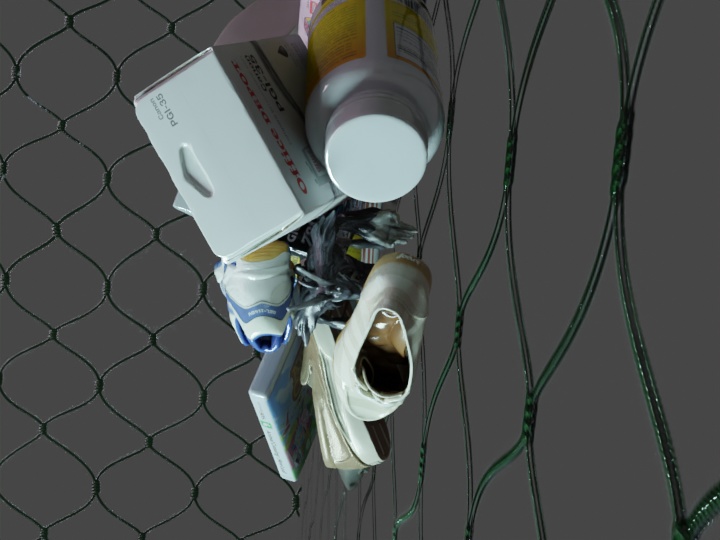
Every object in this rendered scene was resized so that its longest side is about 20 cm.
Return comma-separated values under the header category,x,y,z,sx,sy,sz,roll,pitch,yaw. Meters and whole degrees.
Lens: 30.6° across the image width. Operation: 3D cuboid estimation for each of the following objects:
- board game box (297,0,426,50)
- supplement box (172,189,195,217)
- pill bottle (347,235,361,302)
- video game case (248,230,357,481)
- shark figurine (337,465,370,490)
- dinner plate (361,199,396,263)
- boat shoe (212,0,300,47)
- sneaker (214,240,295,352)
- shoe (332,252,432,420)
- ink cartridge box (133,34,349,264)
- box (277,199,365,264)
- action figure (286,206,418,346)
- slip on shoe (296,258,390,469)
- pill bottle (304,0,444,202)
category,x,y,z,sx,sy,sz,roll,pitch,yaw
board game box,-0.004,-0.162,1.202,0.034,0.125,0.202,33,128,40
supplement box,-0.112,-0.085,1.353,0.200,0.102,0.102,30,-99,-83
pill bottle,-0.043,0.010,1.607,0.111,0.110,0.203,124,150,-82
video game case,-0.050,0.082,1.311,0.183,0.022,0.202,78,-150,-56
shark figurine,-0.023,0.117,1.429,0.128,0.088,0.217,107,165,-66
dinner plate,0.019,-0.033,1.394,0.200,0.024,0.203,-176,90,-87
boat shoe,-0.055,-0.223,1.239,0.200,0.074,0.093,-47,-37,-11
sneaker,-0.093,0.030,1.166,0.200,0.074,0.089,92,173,-84
shoe,0.013,0.068,1.062,0.201,0.069,0.054,102,179,-49
ink cartridge box,-0.077,-0.103,1.057,0.148,0.082,0.200,60,-160,-3
box,-0.039,-0.049,1.426,0.201,0.049,0.200,99,-169,-60
action figure,0.000,0.000,1.137,0.200,0.101,0.121,-47,-35,-72
slip on shoe,-0.031,0.088,1.222,0.202,0.060,0.076,71,-159,-8
pill bottle,0.010,-0.143,1.041,0.201,0.108,0.110,-91,6,-52
